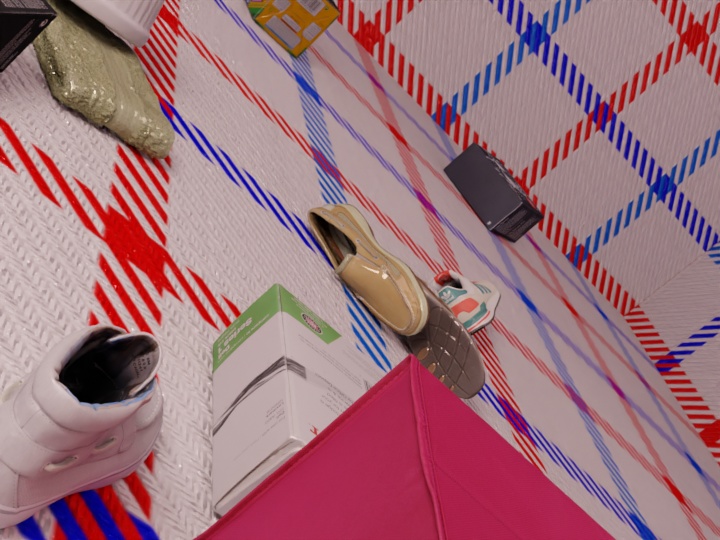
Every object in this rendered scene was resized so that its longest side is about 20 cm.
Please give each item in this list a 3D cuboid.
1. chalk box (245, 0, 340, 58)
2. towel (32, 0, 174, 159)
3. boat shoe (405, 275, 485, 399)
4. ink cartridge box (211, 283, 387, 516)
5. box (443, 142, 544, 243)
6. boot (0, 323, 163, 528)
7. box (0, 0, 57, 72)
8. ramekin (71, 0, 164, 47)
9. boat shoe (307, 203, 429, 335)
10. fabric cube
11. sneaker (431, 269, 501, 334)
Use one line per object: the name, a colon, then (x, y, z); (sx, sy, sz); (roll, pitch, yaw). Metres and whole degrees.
chalk box: (-0.140, -0.521, 1.971); (0.125, 0.124, 0.200); (37, 18, -35)
towel: (-0.258, -0.201, 1.016); (0.148, 0.036, 0.200); (31, 23, -47)
boat shoe: (0.089, 0.069, 1.277); (0.200, 0.076, 0.072); (55, 14, 16)
ink cartridge box: (-0.033, 0.124, 0.769); (0.146, 0.084, 0.200); (42, 17, -25)
box: (0.322, -0.184, 2.492); (0.200, 0.104, 0.182); (55, 17, 22)
boot: (-0.138, 0.072, 0.575); (0.074, 0.096, 0.200); (50, 15, 1)
box: (-0.349, -0.247, 0.789); (0.200, 0.079, 0.141); (49, 12, -4)
ramekin: (-0.278, -0.323, 1.054); (0.202, 0.094, 0.202); (37, 4, -3)
boat shoe: (0.000, 0.000, 1.228); (0.076, 0.072, 0.200); (1, 41, -51)
fabric cube: (0.030, 0.207, 0.536); (0.199, 0.196, 0.200); (42, 17, -18)
sneaker: (0.154, 0.031, 1.551); (0.093, 0.070, 0.200); (54, 17, -7)
